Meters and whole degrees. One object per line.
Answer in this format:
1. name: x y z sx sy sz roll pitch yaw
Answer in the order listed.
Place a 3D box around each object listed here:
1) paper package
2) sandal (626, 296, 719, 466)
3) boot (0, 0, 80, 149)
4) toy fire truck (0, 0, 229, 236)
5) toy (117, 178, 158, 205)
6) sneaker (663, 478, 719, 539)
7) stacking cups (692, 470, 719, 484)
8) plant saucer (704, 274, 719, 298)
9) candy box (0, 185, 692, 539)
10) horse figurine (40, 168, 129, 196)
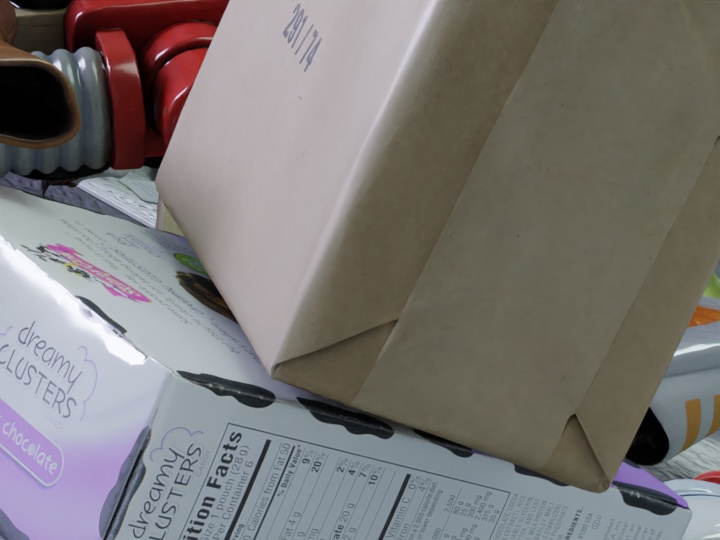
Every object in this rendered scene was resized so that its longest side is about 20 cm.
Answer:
1. paper package: 0.034 -0.062 0.808 0.103 0.191 0.200 21 11 -18
2. sandal: 0.103 0.054 1.211 0.206 0.059 0.079 -10 19 -34
3. boot: -0.194 -0.054 0.906 0.188 0.069 0.200 -3 18 -12
4. toy fire truck: -0.110 -0.042 1.057 0.176 0.129 0.200 -5 23 -13
5. toy: 0.000 0.000 1.242 0.199 0.047 0.115 6 7 -19
6. sneaker: 0.179 0.128 0.946 0.199 0.073 0.071 14 18 2
7. stacking cups: 0.185 0.102 1.144 0.060 0.061 0.200 29 16 34
8. plant saucer: 0.154 0.005 1.451 0.200 0.031 0.200 50 12 -14
9. candy box: -0.032 0.048 0.845 0.200 0.072 0.168 16 12 -39
10. horse figurine: -0.104 -0.136 1.297 0.132 0.201 0.050 -9 -6 -19
